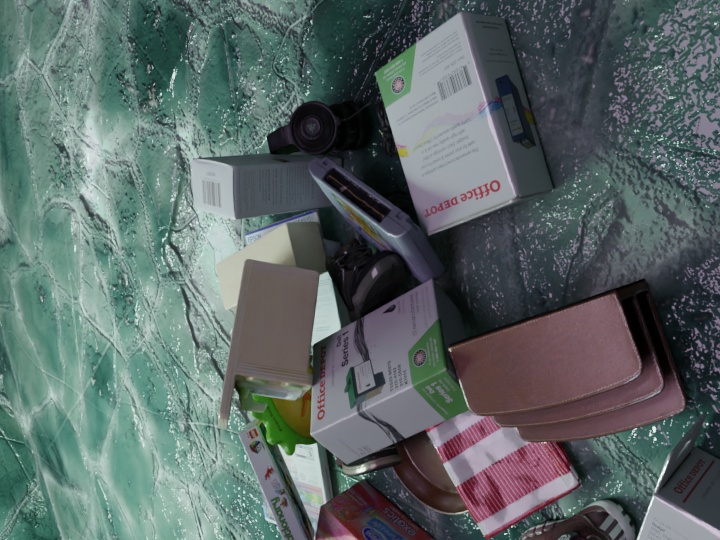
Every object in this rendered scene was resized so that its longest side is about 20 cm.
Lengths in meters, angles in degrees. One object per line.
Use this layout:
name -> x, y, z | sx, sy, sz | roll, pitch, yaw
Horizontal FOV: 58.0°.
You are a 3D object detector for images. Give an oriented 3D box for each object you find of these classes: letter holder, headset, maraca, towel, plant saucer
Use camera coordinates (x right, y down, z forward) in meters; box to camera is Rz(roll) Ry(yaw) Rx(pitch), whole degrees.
letter holder -> 0.213, 0.114, 0.679 | 0.197, 0.099, 0.146 | -24, 79, 39
headset -> -0.036, -0.177, 0.867 | 0.196, 0.122, 0.097 | -11, 95, 39
maraca -> -0.107, 0.207, 0.992 | 0.107, 0.199, 0.138 | -40, 82, 17
towel -> 0.157, 0.202, 0.793 | 0.143, 0.023, 0.203 | -35, 73, 18
plant saucer -> 0.106, 0.228, 0.889 | 0.197, 0.034, 0.207 | 13, 108, 43

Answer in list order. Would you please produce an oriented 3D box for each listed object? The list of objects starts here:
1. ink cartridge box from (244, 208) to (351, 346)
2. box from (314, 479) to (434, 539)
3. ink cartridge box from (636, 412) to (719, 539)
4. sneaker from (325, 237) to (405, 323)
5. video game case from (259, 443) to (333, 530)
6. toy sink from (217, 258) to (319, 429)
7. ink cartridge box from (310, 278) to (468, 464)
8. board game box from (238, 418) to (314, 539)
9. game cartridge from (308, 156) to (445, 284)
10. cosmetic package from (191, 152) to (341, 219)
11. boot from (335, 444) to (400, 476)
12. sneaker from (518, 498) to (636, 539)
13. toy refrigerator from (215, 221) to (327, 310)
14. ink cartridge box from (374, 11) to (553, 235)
ink cartridge box -> -0.097, 0.020, 1.035 | 0.196, 0.040, 0.206 | -11, 92, 45
box -> 0.031, 0.424, 0.967 | 0.198, 0.101, 0.097 | 30, 120, 38
ink cartridge box -> 0.315, 0.255, 0.624 | 0.066, 0.114, 0.206 | 26, 118, 37
sneaker -> 0.000, 0.000, 0.864 | 0.116, 0.075, 0.200 | 59, 166, 13
video game case -> -0.121, 0.380, 1.168 | 0.196, 0.023, 0.188 | -2, 99, 45
toy sink -> -0.119, 0.109, 0.864 | 0.131, 0.109, 0.206 | 123, 155, -68
ink cartridge box -> 0.034, 0.127, 0.807 | 0.197, 0.084, 0.148 | -30, 37, 22
board game box -> -0.124, 0.325, 0.983 | 0.126, 0.034, 0.205 | 115, 131, -83
game cartridge -> 0.021, -0.062, 0.836 | 0.041, 0.133, 0.199 | -48, 50, -2
cosmetic package -> -0.126, -0.124, 0.913 | 0.100, 0.197, 0.076 | 16, 112, 39
boot -> -0.004, 0.204, 0.927 | 0.200, 0.071, 0.156 | 141, 121, -74
sneaker -> 0.216, 0.339, 0.747 | 0.076, 0.114, 0.202 | 51, 131, 22
toy refrigerator -> -0.137, -0.004, 0.995 | 0.198, 0.069, 0.078 | -25, 77, 43
ink cartridge box -> 0.115, -0.160, 0.740 | 0.144, 0.086, 0.206 | -19, 85, 47
